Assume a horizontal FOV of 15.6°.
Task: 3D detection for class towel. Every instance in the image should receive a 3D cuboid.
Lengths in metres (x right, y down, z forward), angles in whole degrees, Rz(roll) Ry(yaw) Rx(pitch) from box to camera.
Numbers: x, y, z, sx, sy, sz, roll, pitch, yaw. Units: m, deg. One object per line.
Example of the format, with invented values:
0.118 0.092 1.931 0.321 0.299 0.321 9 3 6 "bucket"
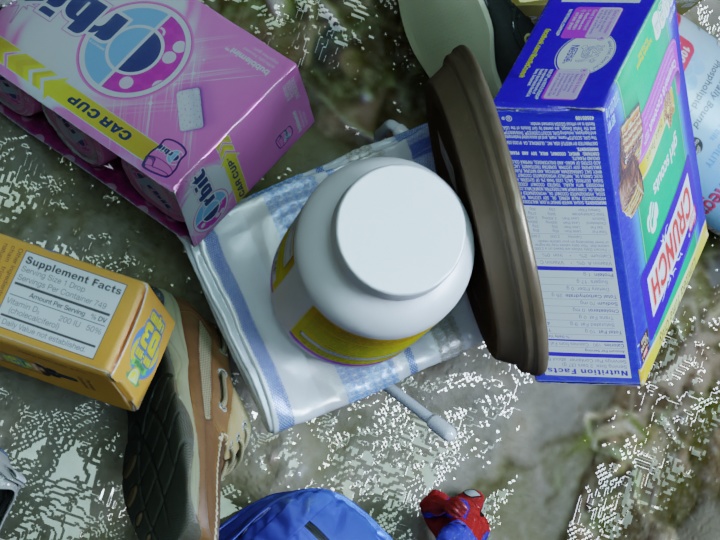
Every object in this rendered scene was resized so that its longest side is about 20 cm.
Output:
0.000 0.000 1.638 0.199 0.024 0.147 -23 85 -16 "towel"

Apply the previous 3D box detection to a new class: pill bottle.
0.008 -0.006 1.522 0.104 0.200 0.105 1 81 -8 "pill bottle"
0.246 -0.081 1.741 0.200 0.109 0.109 32 74 -6 "pill bottle"

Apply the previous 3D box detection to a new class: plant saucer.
0.072 -0.033 1.552 0.029 0.200 0.201 -13 83 -3 "plant saucer"

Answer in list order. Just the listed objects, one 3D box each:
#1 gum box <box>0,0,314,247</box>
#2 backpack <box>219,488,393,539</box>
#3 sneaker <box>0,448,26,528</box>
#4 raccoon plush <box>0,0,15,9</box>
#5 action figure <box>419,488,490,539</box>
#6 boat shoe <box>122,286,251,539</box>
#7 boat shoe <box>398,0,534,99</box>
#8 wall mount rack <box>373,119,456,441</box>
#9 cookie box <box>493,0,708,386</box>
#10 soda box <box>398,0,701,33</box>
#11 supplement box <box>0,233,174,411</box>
-0.142 -0.118 1.632 0.200 0.066 0.114 34 70 27 "gum box"
-0.048 0.233 1.582 0.200 0.168 0.163 -40 98 -21 "backpack"
-0.268 0.184 1.554 0.075 0.082 0.201 27 91 -44 "sneaker"
-0.298 -0.126 1.577 0.097 0.200 0.134 36 60 -19 "raccoon plush"
0.063 0.172 1.611 0.052 0.200 0.066 -37 98 9 "action figure"
-0.101 0.093 1.607 0.074 0.076 0.201 18 42 -28 "boat shoe"
0.085 -0.137 1.689 0.063 0.074 0.202 -38 109 -35 "boat shoe"
0.032 0.008 1.689 0.200 0.075 0.174 -44 94 -16 "wall mount rack"
0.150 -0.058 1.613 0.075 0.201 0.171 3 36 22 "cookie box"
0.125 -0.202 1.757 0.199 0.064 0.068 -4 82 -14 "soda box"
-0.216 0.018 1.588 0.199 0.067 0.069 20 73 18 "supplement box"
